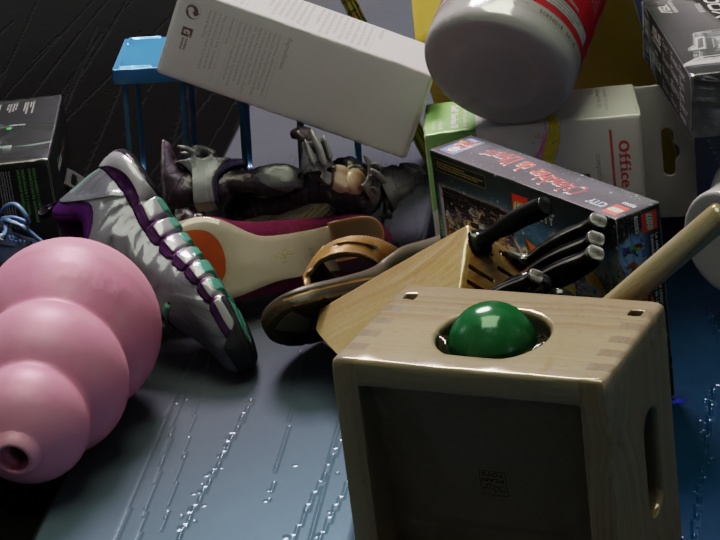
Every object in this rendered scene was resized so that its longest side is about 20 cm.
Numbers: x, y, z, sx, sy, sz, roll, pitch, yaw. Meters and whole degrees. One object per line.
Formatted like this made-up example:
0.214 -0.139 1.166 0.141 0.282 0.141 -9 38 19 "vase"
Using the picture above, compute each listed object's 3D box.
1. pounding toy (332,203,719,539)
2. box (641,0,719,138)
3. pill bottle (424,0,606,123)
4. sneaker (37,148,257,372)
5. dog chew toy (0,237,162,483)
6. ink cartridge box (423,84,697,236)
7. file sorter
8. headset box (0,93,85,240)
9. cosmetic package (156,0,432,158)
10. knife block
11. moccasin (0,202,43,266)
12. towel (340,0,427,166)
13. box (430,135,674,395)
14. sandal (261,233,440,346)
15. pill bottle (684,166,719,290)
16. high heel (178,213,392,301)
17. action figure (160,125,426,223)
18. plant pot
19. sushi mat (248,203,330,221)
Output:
0.101 0.076 1.228 0.184 0.200 0.142 4 25 25 "pounding toy"
0.297 -0.155 1.624 0.157 0.050 0.200 -5 22 -1 "box"
0.127 -0.213 1.637 0.112 0.112 0.200 4 50 25 "pill bottle"
-0.150 0.010 1.590 0.087 0.074 0.200 -34 61 -4 "sneaker"
-0.202 0.064 1.465 0.124 0.125 0.200 -3 30 10 "dog chew toy"
0.152 -0.070 1.666 0.200 0.117 0.067 -6 24 5 "ink cartridge box"
-0.096 -0.126 1.844 0.200 0.123 0.139 -3 16 -1 "file sorter"
-0.328 -0.069 1.847 0.200 0.093 0.174 -8 22 -1 "headset box"
-0.045 -0.160 1.706 0.200 0.071 0.101 19 18 0 "cosmetic package"
0.070 0.013 1.433 0.064 0.176 0.200 32 5 -27 "knife block"
-0.284 -0.020 1.676 0.080 0.068 0.200 -12 -5 27 "moccasin"
0.022 -0.170 1.849 0.018 0.200 0.086 -26 23 6 "towel"
0.125 -0.001 1.487 0.038 0.137 0.200 -20 26 -29 "box"
0.000 0.000 1.584 0.200 0.055 0.082 -25 -16 -39 "sandal"
0.323 -0.051 1.580 0.200 0.109 0.109 -25 28 -35 "pill bottle"
-0.075 -0.006 1.676 0.200 0.068 0.096 -4 -7 1 "high heel"
-0.049 -0.066 1.708 0.200 0.130 0.069 -5 64 8 "action figure"
0.144 -0.171 1.837 0.176 0.200 0.200 -16 22 7 "plant pot"
-0.102 -0.017 1.758 0.096 0.012 0.200 3 25 25 "sushi mat"
